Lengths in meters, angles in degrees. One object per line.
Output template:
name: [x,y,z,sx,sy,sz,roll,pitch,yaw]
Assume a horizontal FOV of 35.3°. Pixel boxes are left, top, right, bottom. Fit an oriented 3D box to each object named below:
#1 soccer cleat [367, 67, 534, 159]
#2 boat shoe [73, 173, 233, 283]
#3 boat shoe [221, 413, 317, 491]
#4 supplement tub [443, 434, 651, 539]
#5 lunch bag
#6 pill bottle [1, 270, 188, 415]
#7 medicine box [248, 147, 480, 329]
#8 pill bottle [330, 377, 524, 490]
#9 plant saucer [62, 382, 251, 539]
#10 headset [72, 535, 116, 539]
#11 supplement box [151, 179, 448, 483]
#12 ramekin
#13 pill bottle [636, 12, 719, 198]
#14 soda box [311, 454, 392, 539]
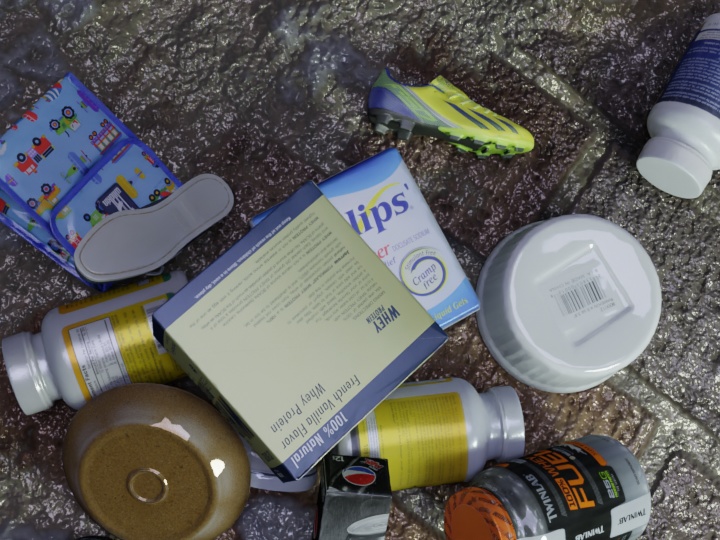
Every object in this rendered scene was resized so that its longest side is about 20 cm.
soccer cleat: [0.107,-0.182,1.295,0.199,0.065,0.084,13,77,-4]
boat shoe: [-0.218,-0.038,1.174,0.075,0.062,0.200,50,51,-2]
boat shoe: [-0.137,0.171,1.200,0.201,0.075,0.087,16,96,2]
supplement tub: [0.193,0.250,1.174,0.199,0.122,0.123,-11,82,-33]
lunch bag: [-0.293,-0.082,1.215,0.200,0.094,0.151,41,60,-10]
pill bottle: [-0.264,0.080,1.182,0.199,0.113,0.113,-18,83,-10]
medicine box: [0.000,0.000,1.232,0.182,0.103,0.201,-28,86,-10]
pill bottle: [0.069,0.174,1.207,0.199,0.112,0.113,-5,81,-7]
plant saucer: [-0.213,0.212,1.153,0.199,0.035,0.201,2,113,5]
headset: [-0.245,0.351,1.145,0.199,0.094,0.124,22,86,9]
supplement box: [-0.062,0.063,1.089,0.200,0.134,0.200,-42,88,-14]
ramekin: [0.235,0.032,1.258,0.199,0.098,0.202,1,80,-7]
pill bottle: [0.402,-0.188,1.307,0.111,0.111,0.200,32,78,-1]
soda box: [-0.015,0.287,1.151,0.070,0.063,0.201,6,117,-5]
